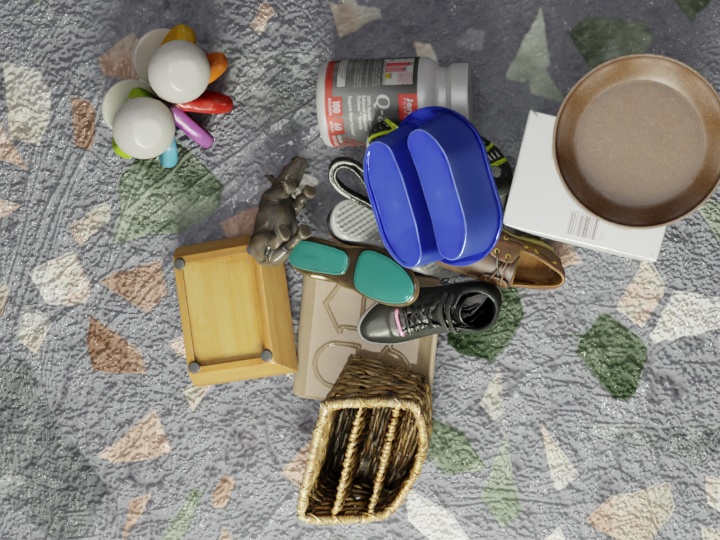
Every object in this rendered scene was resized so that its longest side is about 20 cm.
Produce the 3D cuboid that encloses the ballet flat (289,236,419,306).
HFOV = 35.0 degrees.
[{"bbox_3d":[0.000,0.000,1.515,0.199,0.072,0.068,14,93,26],"label":"ballet flat"}]

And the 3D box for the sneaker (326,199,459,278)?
[{"bbox_3d":[0.049,-0.045,1.551,0.199,0.079,0.079,22,80,-10],"label":"sneaker"}]

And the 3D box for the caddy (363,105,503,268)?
[{"bbox_3d":[0.092,-0.097,1.381,0.141,0.105,0.201,-10,100,41],"label":"caddy"}]

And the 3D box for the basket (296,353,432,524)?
[{"bbox_3d":[0.013,0.238,1.495,0.142,0.149,0.201,18,115,8],"label":"basket"}]

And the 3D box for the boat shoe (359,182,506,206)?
[{"bbox_3d":[0.100,-0.110,1.544,0.199,0.072,0.066,13,63,21],"label":"boat shoe"}]

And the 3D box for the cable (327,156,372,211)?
[{"bbox_3d":[0.042,-0.081,1.488,0.200,0.050,0.097,25,120,-7],"label":"cable"}]

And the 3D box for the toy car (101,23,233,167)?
[{"bbox_3d":[-0.257,-0.229,1.571,0.150,0.175,0.200,30,97,-29],"label":"toy car"}]

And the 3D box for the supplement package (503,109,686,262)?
[{"bbox_3d":[0.292,-0.103,1.441,0.191,0.200,0.148,15,94,10],"label":"supplement package"}]

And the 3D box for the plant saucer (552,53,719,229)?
[{"bbox_3d":[0.322,-0.147,1.315,0.200,0.037,0.201,0,92,9],"label":"plant saucer"}]

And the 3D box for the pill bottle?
[{"bbox_3d":[0.048,-0.226,1.523,0.199,0.116,0.116,-1,91,10],"label":"pill bottle"}]

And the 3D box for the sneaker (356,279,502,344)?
[{"bbox_3d":[0.091,0.055,1.478,0.199,0.099,0.071,-14,94,1],"label":"sneaker"}]

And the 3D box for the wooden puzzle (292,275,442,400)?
[{"bbox_3d":[0.011,0.093,1.575,0.199,0.046,0.186,6,92,14],"label":"wooden puzzle"}]

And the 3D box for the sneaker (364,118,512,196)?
[{"bbox_3d":[0.102,-0.141,1.488,0.199,0.076,0.076,18,65,-5],"label":"sneaker"}]

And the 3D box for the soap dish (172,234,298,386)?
[{"bbox_3d":[-0.178,0.054,1.579,0.157,0.081,0.201,-9,87,14],"label":"soap dish"}]

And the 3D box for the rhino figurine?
[{"bbox_3d":[-0.106,-0.087,1.536,0.060,0.200,0.087,31,132,-24],"label":"rhino figurine"}]

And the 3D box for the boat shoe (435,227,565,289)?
[{"bbox_3d":[0.181,-0.016,1.479,0.199,0.068,0.072,10,114,-25],"label":"boat shoe"}]
